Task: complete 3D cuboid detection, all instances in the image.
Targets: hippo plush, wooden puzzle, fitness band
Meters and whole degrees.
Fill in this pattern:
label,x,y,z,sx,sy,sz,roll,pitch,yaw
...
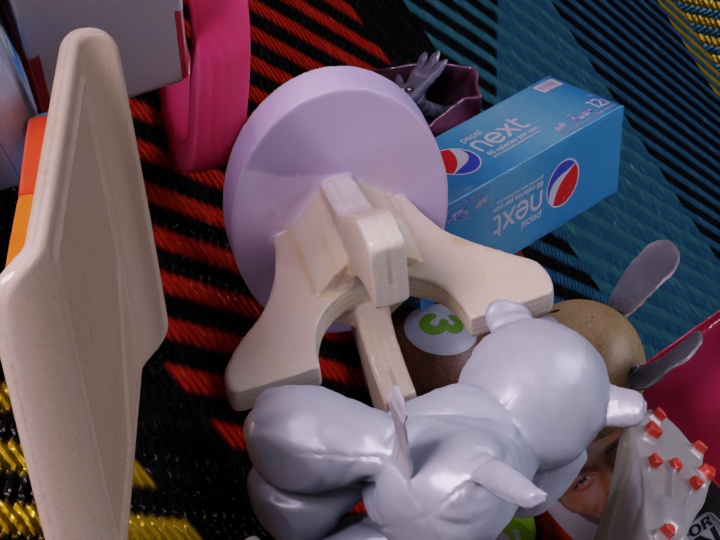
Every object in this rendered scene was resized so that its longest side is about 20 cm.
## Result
label,x,y,z,sx,sy,sz,roll,pitch,yaw
hippo plush,0.044,0.079,1.038,0.159,0.200,0.161,33,51,15
wooden puzzle,-0.123,0.020,0.880,0.200,0.037,0.185,-85,171,-54
fitness band,-0.098,-0.142,1.100,0.200,0.037,0.144,97,-26,-54

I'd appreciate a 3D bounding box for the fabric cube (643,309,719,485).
label,x,y,z,sx,sy,sz,roll,pitch,yaw
fabric cube,0.264,0.183,1.455,0.199,0.196,0.200,40,20,-47

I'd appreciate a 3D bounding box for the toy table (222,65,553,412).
label,x,y,z,sx,sy,sz,roll,pitch,yaw
toy table,0.000,0.000,1.114,0.200,0.183,0.117,64,2,-52

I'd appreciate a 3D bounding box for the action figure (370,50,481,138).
label,x,y,z,sx,sy,sz,roll,pitch,yaw
action figure,0.051,-0.051,1.371,0.200,0.134,0.149,63,35,-50

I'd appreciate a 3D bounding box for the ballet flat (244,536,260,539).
label,x,y,z,sx,sy,sz,roll,pitch,yaw
ballet flat,-0.015,0.182,0.975,0.200,0.064,0.068,40,29,-48

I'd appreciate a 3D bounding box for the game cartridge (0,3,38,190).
label,x,y,z,sx,sy,sz,roll,pitch,yaw
game cartridge,-0.193,-0.140,0.923,0.133,0.040,0.200,80,-12,-61

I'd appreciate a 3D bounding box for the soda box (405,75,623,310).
label,x,y,z,sx,sy,sz,roll,pitch,yaw
soda box,0.081,-0.052,1.292,0.200,0.064,0.068,-30,133,-38

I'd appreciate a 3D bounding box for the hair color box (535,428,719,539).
label,x,y,z,sx,sy,sz,roll,pitch,yaw
hair color box,0.185,0.170,1.324,0.200,0.101,0.061,47,-16,43

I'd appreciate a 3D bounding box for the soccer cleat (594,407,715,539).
label,x,y,z,sx,sy,sz,roll,pitch,yaw
soccer cleat,0.171,0.155,1.241,0.069,0.078,0.200,38,27,-13

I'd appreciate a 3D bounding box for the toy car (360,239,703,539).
label,x,y,z,sx,sy,sz,roll,pitch,yaw
toy car,0.116,0.056,1.267,0.158,0.200,0.165,47,24,-37

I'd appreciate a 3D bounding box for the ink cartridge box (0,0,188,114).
label,x,y,z,sx,sy,sz,roll,pitch,yaw
ink cartridge box,-0.158,-0.199,1.014,0.145,0.084,0.200,96,-26,-69
